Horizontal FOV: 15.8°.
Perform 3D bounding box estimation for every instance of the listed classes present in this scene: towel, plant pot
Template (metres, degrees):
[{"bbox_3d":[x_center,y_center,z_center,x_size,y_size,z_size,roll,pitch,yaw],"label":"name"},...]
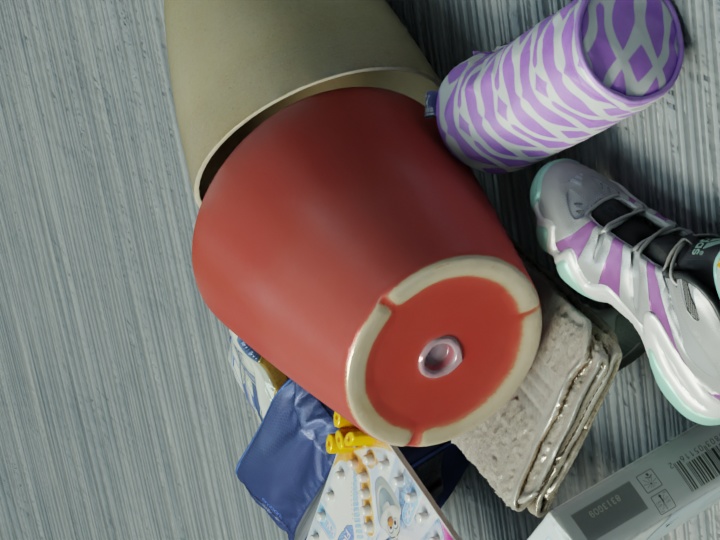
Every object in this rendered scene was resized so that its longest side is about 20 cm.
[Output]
[{"bbox_3d":[0.097,0.063,1.712,0.133,0.034,0.200,-65,30,12],"label":"towel"},{"bbox_3d":[0.015,0.009,1.674,0.177,0.199,0.201,49,151,47],"label":"plant pot"},{"bbox_3d":[-0.060,-0.165,1.796,0.188,0.186,0.201,116,137,-56],"label":"plant pot"}]

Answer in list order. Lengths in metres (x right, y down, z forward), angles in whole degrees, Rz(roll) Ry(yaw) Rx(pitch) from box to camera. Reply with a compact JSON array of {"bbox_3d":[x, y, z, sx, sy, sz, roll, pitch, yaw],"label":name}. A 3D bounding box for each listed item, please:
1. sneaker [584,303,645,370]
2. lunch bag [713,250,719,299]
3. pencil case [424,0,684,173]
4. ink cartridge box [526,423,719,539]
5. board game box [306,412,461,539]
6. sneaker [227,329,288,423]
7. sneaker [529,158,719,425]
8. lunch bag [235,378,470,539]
[{"bbox_3d":[0.125,0.048,1.759,0.200,0.070,0.081,-31,77,59],"label":"sneaker"},{"bbox_3d":[0.298,0.042,1.457,0.201,0.077,0.160,59,150,7],"label":"lunch bag"},{"bbox_3d":[0.122,-0.120,1.614,0.200,0.083,0.086,-21,55,61],"label":"pencil case"},{"bbox_3d":[0.163,0.180,1.710,0.047,0.159,0.200,53,151,16],"label":"ink cartridge box"},{"bbox_3d":[0.004,0.229,1.816,0.200,0.026,0.201,54,134,45],"label":"board game box"},{"bbox_3d":[-0.085,0.053,2.102,0.088,0.075,0.201,15,126,54],"label":"sneaker"},{"bbox_3d":[0.197,-0.012,1.590,0.200,0.078,0.140,48,148,7],"label":"sneaker"},{"bbox_3d":[0.008,0.142,1.961,0.133,0.135,0.200,53,149,16],"label":"lunch bag"}]
